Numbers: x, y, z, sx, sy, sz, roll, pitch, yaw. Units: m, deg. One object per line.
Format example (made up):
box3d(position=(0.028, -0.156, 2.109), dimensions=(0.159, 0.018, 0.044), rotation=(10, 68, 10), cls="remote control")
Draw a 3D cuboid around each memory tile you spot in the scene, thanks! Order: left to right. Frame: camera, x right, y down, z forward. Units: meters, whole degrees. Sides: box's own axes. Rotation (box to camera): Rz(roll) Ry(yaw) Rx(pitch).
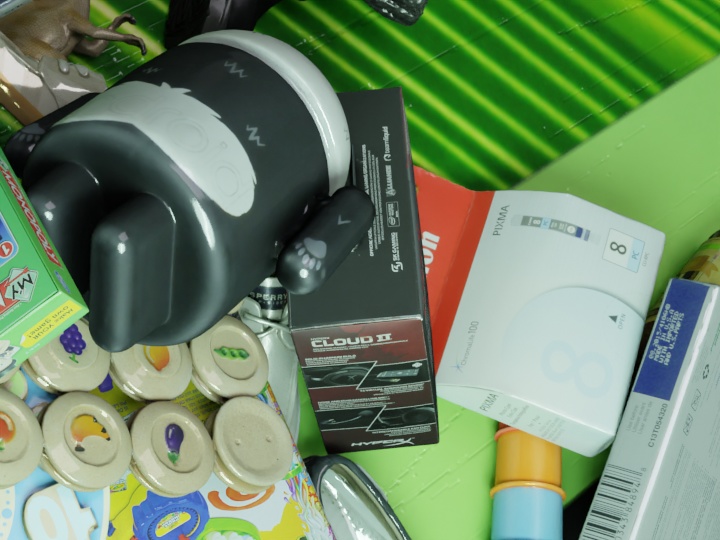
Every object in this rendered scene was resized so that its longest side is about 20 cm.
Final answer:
box3d(position=(-0.126, 0.040, 0.851), dimensions=(0.199, 0.017, 0.154), rotation=(8, 58, -41), cls="memory tile")

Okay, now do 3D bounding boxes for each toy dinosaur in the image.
box3d(position=(-0.199, -0.127, 1.033), dimensions=(0.101, 0.058, 0.200), rotation=(36, 57, 4), cls="toy dinosaur")

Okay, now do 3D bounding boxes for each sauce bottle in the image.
box3d(position=(0.229, 0.047, 1.200), dimensions=(0.065, 0.065, 0.200), rotation=(49, 55, -6), cls="sauce bottle")

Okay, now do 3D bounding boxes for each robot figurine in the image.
box3d(position=(-0.087, -0.040, 0.839), dimensions=(0.151, 0.125, 0.200), rotation=(52, 40, -6), cls="robot figurine")

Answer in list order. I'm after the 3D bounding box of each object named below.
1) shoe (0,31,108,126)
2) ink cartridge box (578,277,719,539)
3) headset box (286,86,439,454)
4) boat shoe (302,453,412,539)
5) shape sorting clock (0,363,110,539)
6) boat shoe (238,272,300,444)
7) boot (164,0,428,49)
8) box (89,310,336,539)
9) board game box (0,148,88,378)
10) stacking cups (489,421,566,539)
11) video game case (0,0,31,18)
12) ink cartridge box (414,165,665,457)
box3d(position=(-0.151, -0.084, 0.973), dimensions=(0.053, 0.070, 0.200), rotation=(-49, 121, -1), cls="shoe")
box3d(position=(0.220, 0.132, 1.125), dimensions=(0.200, 0.043, 0.197), rotation=(42, 65, -54), cls="ink cartridge box")
box3d(position=(0.000, 0.000, 0.990), dimensions=(0.077, 0.200, 0.150), rotation=(-6, 61, 2), cls="headset box")
box3d(position=(0.014, 0.203, 1.023), dimensions=(0.076, 0.060, 0.201), rotation=(-37, 93, -34), cls="boat shoe")
box3d(position=(-0.216, 0.107, 0.797), dimensions=(0.199, 0.039, 0.201), rotation=(5, 74, -19), cls="shape sorting clock")
box3d(position=(-0.067, 0.024, 1.034), dimensions=(0.070, 0.070, 0.201), rotation=(2, 71, -29), cls="boat shoe")
box3d(position=(-0.030, -0.192, 1.126), dimensions=(0.157, 0.079, 0.212), rotation=(27, 61, -19), cls="boot")
box3d(position=(-0.140, 0.139, 0.920), dimensions=(0.199, 0.122, 0.194), rotation=(-20, 82, -34), cls="box")
box3d(position=(-0.231, 0.023, 0.750), dimensions=(0.200, 0.029, 0.135), rotation=(-36, 63, 5), cls="board game box")
box3d(position=(0.103, 0.165, 1.096), dimensions=(0.060, 0.060, 0.201), rotation=(14, 61, -25), cls="stacking cups")
box3d(position=(-0.292, -0.211, 0.968), dimensions=(0.182, 0.023, 0.201), rotation=(-30, 88, -5), cls="video game case")
box3d(position=(0.089, 0.012, 1.111), dimensions=(0.199, 0.047, 0.161), rotation=(22, 60, -4), cls="ink cartridge box")
